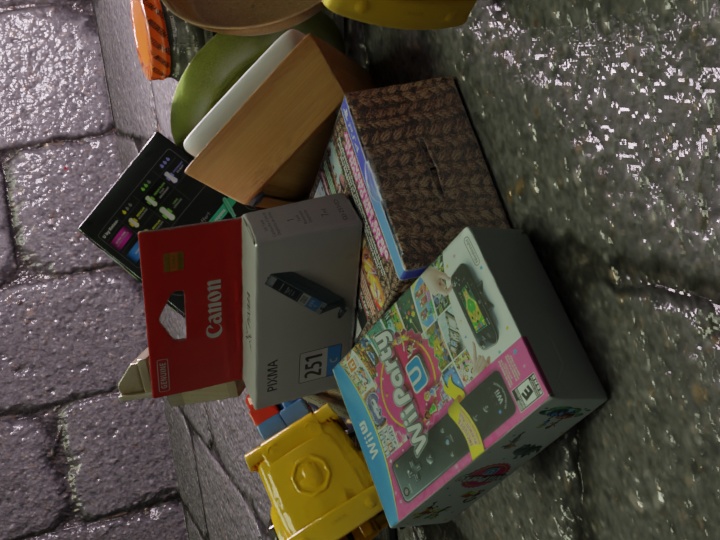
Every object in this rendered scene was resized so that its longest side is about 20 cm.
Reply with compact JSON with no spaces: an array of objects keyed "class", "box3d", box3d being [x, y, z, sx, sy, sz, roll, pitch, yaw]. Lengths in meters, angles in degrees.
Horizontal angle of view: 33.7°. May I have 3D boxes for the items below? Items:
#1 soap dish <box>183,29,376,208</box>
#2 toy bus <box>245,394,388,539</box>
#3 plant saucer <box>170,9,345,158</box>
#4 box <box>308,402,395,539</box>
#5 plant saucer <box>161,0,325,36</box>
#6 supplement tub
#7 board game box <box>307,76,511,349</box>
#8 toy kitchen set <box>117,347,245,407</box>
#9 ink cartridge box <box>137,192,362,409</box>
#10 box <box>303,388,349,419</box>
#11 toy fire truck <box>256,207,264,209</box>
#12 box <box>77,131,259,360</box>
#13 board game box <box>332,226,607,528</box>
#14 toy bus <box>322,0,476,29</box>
[{"class":"soap dish","box3d":[-0.058,-0.124,1.066,0.081,0.157,0.200,46,-170,10]},{"class":"toy bus","box3d":[-0.047,0.208,1.232,0.193,0.135,0.200,57,178,16]},{"class":"plant saucer","box3d":[-0.092,-0.168,1.174,0.031,0.199,0.201,51,151,31]},{"class":"box","box3d":[-0.011,0.256,1.433,0.159,0.046,0.201,-152,53,-68]},{"class":"plant saucer","box3d":[-0.089,-0.278,1.106,0.036,0.199,0.201,73,172,-49]},{"class":"supplement tub","box3d":[-0.126,-0.255,1.207,0.122,0.199,0.123,168,90,-72]},{"class":"board game box","box3d":[0.035,-0.039,1.016,0.200,0.096,0.160,117,138,-63]},{"class":"toy kitchen set","box3d":[-0.199,0.035,1.308,0.200,0.162,0.182,-58,-45,-69]},{"class":"ink cartridge box","box3d":[-0.091,0.038,1.006,0.201,0.175,0.045,94,156,-43]},{"class":"box","box3d":[-0.012,0.101,1.230,0.200,0.082,0.069,129,166,-73]},{"class":"toy fire truck","box3d":[-0.058,-0.098,1.268,0.049,0.141,0.200,48,122,-1]},{"class":"box","box3d":[-0.147,-0.014,1.157,0.200,0.125,0.149,37,174,8]},{"class":"board game box","box3d":[0.074,0.085,0.906,0.200,0.064,0.148,-49,52,40]},{"class":"toy bus","box3d":[0.030,-0.301,0.835,0.192,0.135,0.201,-58,43,48]}]
